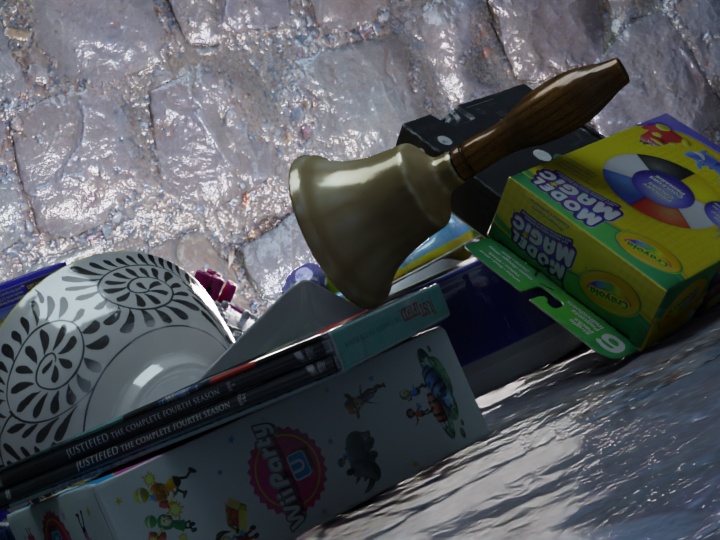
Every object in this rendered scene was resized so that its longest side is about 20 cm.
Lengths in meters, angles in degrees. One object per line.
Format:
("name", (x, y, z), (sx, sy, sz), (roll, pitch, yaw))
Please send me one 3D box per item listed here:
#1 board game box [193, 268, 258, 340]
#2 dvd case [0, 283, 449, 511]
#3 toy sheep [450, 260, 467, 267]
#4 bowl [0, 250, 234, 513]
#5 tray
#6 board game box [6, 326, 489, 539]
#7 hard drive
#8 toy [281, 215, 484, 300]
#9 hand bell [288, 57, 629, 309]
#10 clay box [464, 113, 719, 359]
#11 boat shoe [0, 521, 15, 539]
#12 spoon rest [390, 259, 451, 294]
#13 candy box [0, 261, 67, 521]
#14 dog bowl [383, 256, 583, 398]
("board game box", (-0.101, 0.054, 1.092), (0.200, 0.199, 0.026), (-1, -62, -65))
("dvd case", (-0.066, 0.059, 0.643), (0.199, 0.022, 0.146), (-22, -1, 22))
("toy sheep", (0.043, 0.028, 1.159), (0.137, 0.139, 0.200), (-23, -2, -20))
("bowl", (-0.142, 0.094, 0.878), (0.200, 0.203, 0.094), (-23, 24, -35))
("tray", (-0.075, 0.091, 0.799), (0.200, 0.022, 0.107), (-45, -29, 9))
("board game box", (-0.058, 0.102, 0.669), (0.199, 0.065, 0.147), (-24, -1, -33))
("hard drive", (0.135, -0.044, 0.862), (0.139, 0.200, 0.038), (-24, -38, -43))
("toy", (0.000, 0.000, 0.938), (0.198, 0.048, 0.115), (-23, -2, -13))
("hand bell", (0.067, -0.066, 0.782), (0.199, 0.105, 0.104), (-28, -2, 21))
("clay box", (0.163, -0.025, 0.775), (0.199, 0.115, 0.048), (-23, -38, -44))
("boat shoe", (-0.281, 0.205, 0.785), (0.198, 0.073, 0.072), (-13, -8, -17))
("spoon rest", (0.037, 0.002, 1.055), (0.099, 0.202, 0.060), (26, 5, 33))
("candy box", (-0.256, 0.117, 0.988), (0.077, 0.201, 0.168), (-28, -3, 43))
("dog bowl", (0.062, 0.042, 0.921), (0.198, 0.079, 0.200), (-24, 0, 0))
